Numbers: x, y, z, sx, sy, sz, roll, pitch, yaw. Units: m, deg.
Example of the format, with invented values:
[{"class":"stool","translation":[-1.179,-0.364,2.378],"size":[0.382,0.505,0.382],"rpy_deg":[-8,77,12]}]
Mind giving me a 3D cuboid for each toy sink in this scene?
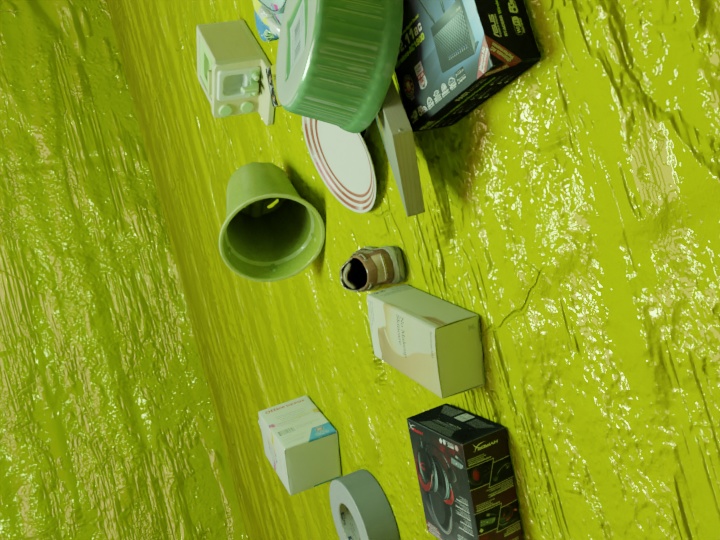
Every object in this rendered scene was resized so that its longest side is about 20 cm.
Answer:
[{"class":"toy sink","translation":[-0.261,-0.397,1.486],"size":[0.201,0.111,0.131],"rpy_deg":[60,153,32]}]

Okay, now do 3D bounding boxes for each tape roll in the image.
[{"class":"tape roll","translation":[0.006,0.510,1.466],"size":[0.200,0.066,0.202],"rpy_deg":[47,144,51]}]

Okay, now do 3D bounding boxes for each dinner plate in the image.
[{"class":"dinner plate","translation":[-0.029,-0.186,1.147],"size":[0.200,0.024,0.201],"rpy_deg":[47,155,29]}]

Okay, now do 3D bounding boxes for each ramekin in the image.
[{"class":"ramekin","translation":[-0.033,-0.273,0.868],"size":[0.200,0.097,0.202],"rpy_deg":[-174,90,-69]}]

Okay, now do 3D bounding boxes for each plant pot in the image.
[{"class":"plant pot","translation":[-0.185,-0.113,1.416],"size":[0.185,0.199,0.201],"rpy_deg":[-112,21,-48]}]

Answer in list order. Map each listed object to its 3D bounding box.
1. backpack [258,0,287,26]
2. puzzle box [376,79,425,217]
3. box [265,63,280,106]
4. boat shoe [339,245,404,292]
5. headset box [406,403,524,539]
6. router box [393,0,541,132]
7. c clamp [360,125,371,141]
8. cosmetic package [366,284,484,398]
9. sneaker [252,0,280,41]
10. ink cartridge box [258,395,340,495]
[{"class":"backpack","translation":[-0.067,-0.412,0.984],"size":[0.176,0.152,0.201],"rpy_deg":[46,148,40]},{"class":"puzzle box","translation":[0.040,-0.183,0.913],"size":[0.133,0.025,0.201],"rpy_deg":[73,-178,-49]},{"class":"box","translation":[-0.117,-0.321,1.241],"size":[0.200,0.050,0.076],"rpy_deg":[-147,46,-69]},{"class":"boat shoe","translation":[0.000,0.000,1.167],"size":[0.200,0.071,0.076],"rpy_deg":[-23,82,67]},{"class":"headset box","translation":[0.146,0.304,1.005],"size":[0.148,0.075,0.202],"rpy_deg":[9,111,64]},{"class":"router box","translation":[0.100,-0.257,0.795],"size":[0.200,0.062,0.151],"rpy_deg":[-26,79,67]},{"class":"c clamp","translation":[-0.028,-0.297,1.126],"size":[0.171,0.027,0.202],"rpy_deg":[10,111,60]},{"class":"cosmetic package","translation":[0.087,0.094,1.022],"size":[0.200,0.071,0.106],"rpy_deg":[21,122,63]},{"class":"sneaker","translation":[-0.140,-0.432,1.257],"size":[0.105,0.075,0.201],"rpy_deg":[84,166,-50]},{"class":"ink cartridge box","translation":[-0.145,0.390,1.665],"size":[0.200,0.128,0.126],"rpy_deg":[35,135,58]}]
